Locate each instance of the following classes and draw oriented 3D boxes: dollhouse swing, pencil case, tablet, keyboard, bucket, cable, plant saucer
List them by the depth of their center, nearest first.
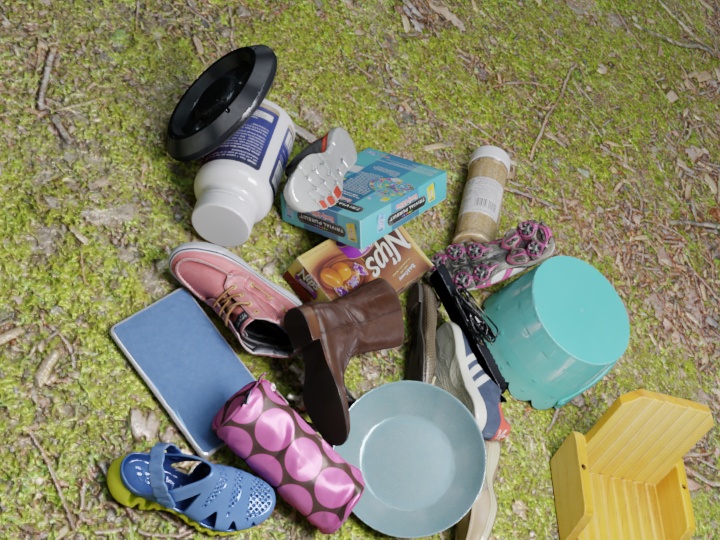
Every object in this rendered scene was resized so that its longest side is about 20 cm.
[{"bbox_3d":[-0.082,0.221,1.335,0.200,0.091,0.094,46,72,-10],"label":"pencil case"},{"bbox_3d":[-0.209,0.125,1.382,0.130,0.014,0.201,-32,80,-41],"label":"tablet"},{"bbox_3d":[0.061,0.244,1.425,0.198,0.039,0.203,1,68,-2],"label":"plant saucer"},{"bbox_3d":[-0.013,0.177,1.447,0.198,0.050,0.098,21,57,-20],"label":"cable"},{"bbox_3d":[0.401,0.294,1.549,0.198,0.176,0.183,15,53,-24],"label":"dollhouse swing"},{"bbox_3d":[0.165,0.081,1.572,0.039,0.104,0.201,-27,84,-11],"label":"keyboard"},{"bbox_3d":[0.290,0.087,1.640,0.205,0.135,0.209,16,55,-24],"label":"bucket"}]

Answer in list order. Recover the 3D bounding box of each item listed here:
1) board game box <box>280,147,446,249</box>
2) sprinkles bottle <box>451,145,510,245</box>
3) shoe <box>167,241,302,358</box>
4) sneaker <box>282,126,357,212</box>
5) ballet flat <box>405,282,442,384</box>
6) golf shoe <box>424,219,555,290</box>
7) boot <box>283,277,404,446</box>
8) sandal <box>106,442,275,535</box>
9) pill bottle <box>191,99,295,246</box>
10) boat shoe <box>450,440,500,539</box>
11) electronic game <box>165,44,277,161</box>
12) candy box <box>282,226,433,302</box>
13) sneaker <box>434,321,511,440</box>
[{"bbox_3d":[0.006,-0.107,1.594,0.150,0.047,0.199,21,37,35],"label":"board game box"},{"bbox_3d":[0.192,-0.107,1.752,0.068,0.068,0.201,28,50,-14],"label":"sprinkles bottle"},{"bbox_3d":[-0.158,0.039,1.414,0.199,0.072,0.091,30,23,-17],"label":"shoe"},{"bbox_3d":[-0.070,-0.129,1.543,0.078,0.081,0.200,62,32,-16],"label":"sneaker"},{"bbox_3d":[0.093,0.102,1.556,0.046,0.068,0.201,17,47,-17],"label":"ballet flat"},{"bbox_3d":[0.195,-0.010,1.648,0.092,0.198,0.073,45,30,-70],"label":"golf shoe"},{"bbox_3d":[0.002,0.113,1.437,0.199,0.064,0.188,-14,88,-52],"label":"boot"},{"bbox_3d":[-0.185,0.248,1.268,0.198,0.087,0.080,17,51,-25],"label":"sandal"},{"bbox_3d":[-0.164,-0.133,1.514,0.110,0.111,0.201,27,49,-14],"label":"pill bottle"},{"bbox_3d":[0.140,0.294,1.456,0.064,0.072,0.201,25,44,-9],"label":"boat shoe"},{"bbox_3d":[-0.191,-0.230,1.509,0.042,0.199,0.201,43,43,-33],"label":"electronic game"},{"bbox_3d":[0.000,0.000,1.568,0.199,0.056,0.117,-31,79,-40],"label":"candy box"},{"bbox_3d":[0.154,0.158,1.538,0.084,0.075,0.201,20,37,-29],"label":"sneaker"}]
